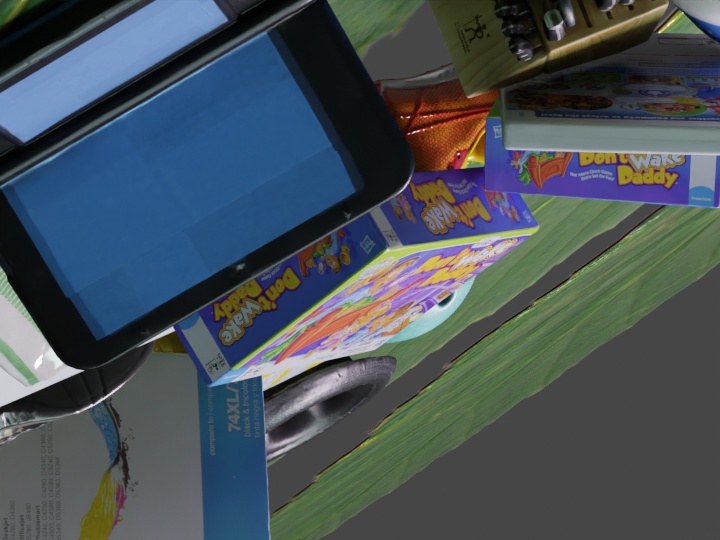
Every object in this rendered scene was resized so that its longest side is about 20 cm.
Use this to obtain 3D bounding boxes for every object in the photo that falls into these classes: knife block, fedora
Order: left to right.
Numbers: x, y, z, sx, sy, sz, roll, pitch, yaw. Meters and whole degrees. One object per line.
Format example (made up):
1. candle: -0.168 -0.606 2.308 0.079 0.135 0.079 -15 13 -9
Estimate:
1. fedora: -0.067 0.083 2.018 0.200 0.092 0.201 -29 170 -5
2. knife block: 0.130 -0.156 1.380 0.199 0.064 0.175 -19 177 -43

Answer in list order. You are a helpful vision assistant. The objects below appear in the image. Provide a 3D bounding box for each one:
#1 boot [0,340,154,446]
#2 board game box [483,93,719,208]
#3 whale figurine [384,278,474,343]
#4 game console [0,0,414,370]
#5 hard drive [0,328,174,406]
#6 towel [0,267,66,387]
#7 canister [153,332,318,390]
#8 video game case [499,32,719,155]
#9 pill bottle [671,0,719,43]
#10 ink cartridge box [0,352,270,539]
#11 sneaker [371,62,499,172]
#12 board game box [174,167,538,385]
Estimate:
1. boot: -0.231 0.068 1.506 0.203 0.074 0.153 -27 -173 -28
2. board game box: 0.154 -0.091 1.533 0.133 0.045 0.200 5 -160 11
3. whale figurine: 0.001 -0.015 1.653 0.199 0.104 0.160 10 117 -56
4. game console: -0.091 -0.055 1.186 0.199 0.119 0.171 -31 170 3
5. hard drive: -0.161 0.017 1.392 0.199 0.026 0.132 -24 153 -28
6. towel: -0.116 -0.024 1.312 0.199 0.023 0.153 -35 155 1
7. canister: -0.046 0.024 1.806 0.199 0.087 0.149 -25 170 -31
8. video game case: 0.149 -0.102 1.466 0.142 0.018 0.200 2 -161 2
9. pill bottle: 0.211 -0.184 1.422 0.112 0.113 0.200 -31 169 12
10. ink cartridge box: -0.172 0.140 1.644 0.198 0.147 0.147 3 159 -18
11. sneaker: 0.023 -0.072 1.550 0.199 0.078 0.073 -20 168 -37
12. board game box: 0.000 0.000 1.468 0.134 0.045 0.200 -37 167 25
